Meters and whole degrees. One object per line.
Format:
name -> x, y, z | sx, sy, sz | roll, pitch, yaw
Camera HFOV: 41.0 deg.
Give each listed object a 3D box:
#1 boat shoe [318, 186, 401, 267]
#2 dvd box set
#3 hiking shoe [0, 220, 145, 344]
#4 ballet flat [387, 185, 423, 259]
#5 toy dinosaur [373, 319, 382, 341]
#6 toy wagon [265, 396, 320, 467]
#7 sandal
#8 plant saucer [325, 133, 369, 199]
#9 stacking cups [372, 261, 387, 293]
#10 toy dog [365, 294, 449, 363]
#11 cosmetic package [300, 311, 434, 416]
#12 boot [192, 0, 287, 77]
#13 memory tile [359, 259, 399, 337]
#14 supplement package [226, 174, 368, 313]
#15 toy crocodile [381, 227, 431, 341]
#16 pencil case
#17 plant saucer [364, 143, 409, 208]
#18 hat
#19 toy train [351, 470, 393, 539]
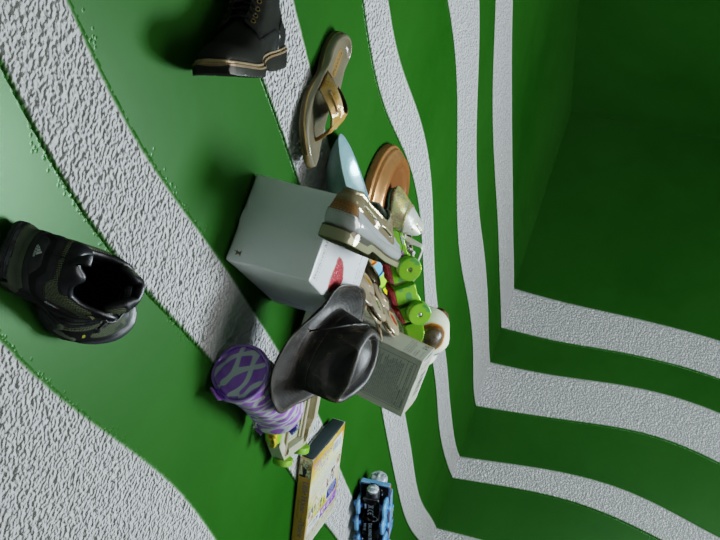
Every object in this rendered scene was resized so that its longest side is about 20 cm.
boat shoe -> 0.012, -0.052, 1.209 | 0.069, 0.075, 0.200 | -71, 161, -2
dvd box set -> -0.078, 0.389, 1.752 | 0.146, 0.029, 0.201 | -43, 144, -60
hiking shoe -> -0.233, 0.027, 0.847 | 0.200, 0.100, 0.076 | 57, 50, -67
ballet flat -> 0.082, -0.061, 1.729 | 0.071, 0.070, 0.201 | -55, 153, -50
toy dinosaur -> -0.012, 0.018, 1.498 | 0.060, 0.106, 0.200 | -47, -154, 6
toy wagon -> -0.109, 0.228, 1.514 | 0.200, 0.039, 0.156 | -19, 121, -69
sandal -> -0.040, -0.239, 1.338 | 0.080, 0.054, 0.201 | 55, 51, -68
plant saucer -> -0.017, -0.104, 1.456 | 0.201, 0.039, 0.202 | -16, 90, -80
stacking cups -> 0.014, -0.018, 1.694 | 0.200, 0.060, 0.061 | 75, 33, -51
toy dog -> 0.053, 0.094, 1.628 | 0.140, 0.199, 0.195 | -42, 144, -75
cosmetic package -> 0.002, 0.131, 1.491 | 0.073, 0.200, 0.104 | -32, 145, -66
boot -> -0.128, -0.278, 1.016 | 0.200, 0.077, 0.139 | -68, 163, -70
memory tile -> 0.000, 0.000, 1.466 | 0.153, 0.017, 0.200 | 45, 19, -49
supplement package -> -0.075, -0.025, 1.281 | 0.200, 0.119, 0.122 | 52, 55, -68
toy crocodile -> 0.065, 0.026, 1.507 | 0.068, 0.062, 0.201 | -129, -157, -64
pencil case -> -0.138, 0.166, 1.310 | 0.085, 0.084, 0.200 | -35, 153, -6
plant saucer -> 0.047, -0.127, 1.737 | 0.200, 0.037, 0.201 | 13, 90, -73
hat -> -0.028, 0.120, 1.268 | 0.201, 0.081, 0.201 | -45, 155, -29
toy train -> 0.031, 0.535, 2.141 | 0.114, 0.086, 0.201 | -68, 161, -55
